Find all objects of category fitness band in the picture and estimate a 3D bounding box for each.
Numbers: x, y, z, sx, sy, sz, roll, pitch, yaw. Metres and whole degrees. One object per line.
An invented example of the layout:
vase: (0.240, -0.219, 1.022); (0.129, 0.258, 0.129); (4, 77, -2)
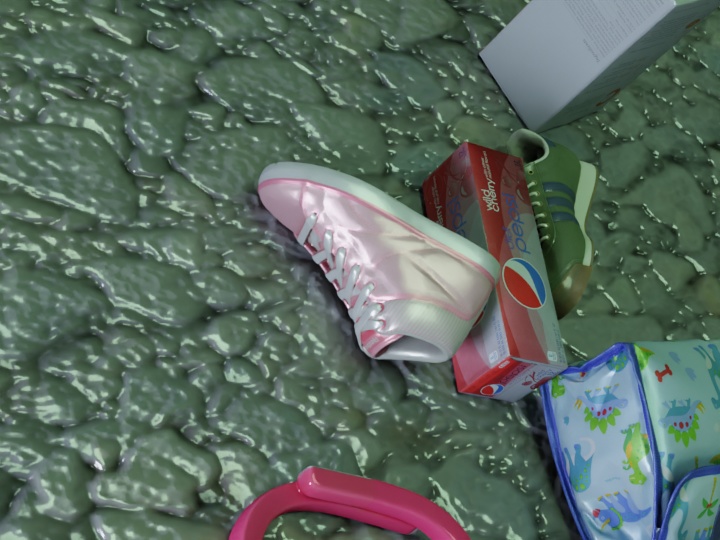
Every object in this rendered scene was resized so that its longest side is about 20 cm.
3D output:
fitness band: (0.001, 0.212, 1.007); (0.198, 0.037, 0.145); (18, 54, -27)

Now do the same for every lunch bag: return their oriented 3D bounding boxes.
lunch bag: (0.249, 0.160, 1.186); (0.169, 0.127, 0.202); (1, 74, -41)

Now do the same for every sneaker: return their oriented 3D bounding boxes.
sneaker: (0.000, 0.000, 1.124); (0.199, 0.075, 0.105); (27, 68, -2)
sneaker: (0.150, -0.047, 1.287); (0.089, 0.067, 0.201); (34, 39, -15)

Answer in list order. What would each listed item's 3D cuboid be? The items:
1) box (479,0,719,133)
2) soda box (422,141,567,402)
box: (0.227, -0.230, 1.378); (0.124, 0.200, 0.098); (-23, 75, -46)
soda box: (0.106, 0.000, 1.213); (0.063, 0.070, 0.202); (12, 54, -33)
